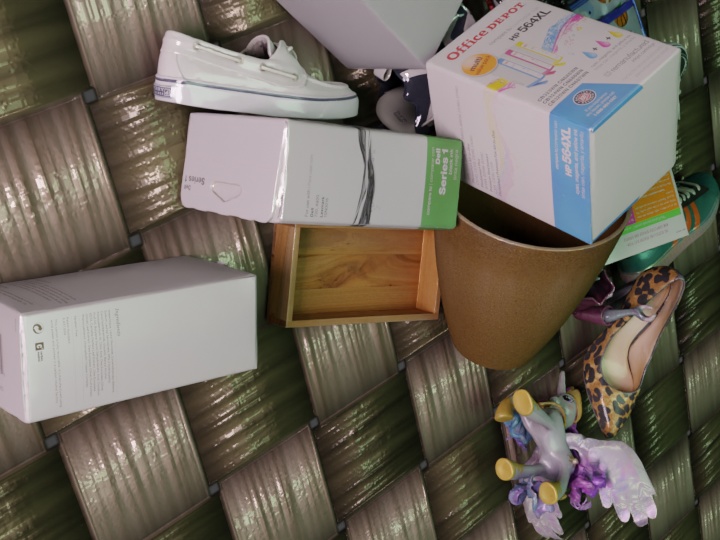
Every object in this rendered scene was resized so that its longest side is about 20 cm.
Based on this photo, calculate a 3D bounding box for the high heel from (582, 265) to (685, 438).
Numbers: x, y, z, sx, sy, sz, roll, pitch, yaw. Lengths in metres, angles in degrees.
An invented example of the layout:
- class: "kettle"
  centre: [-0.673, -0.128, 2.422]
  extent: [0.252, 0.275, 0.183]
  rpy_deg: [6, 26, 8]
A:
- class: "high heel"
  centre: [0.330, 0.095, 1.247]
  extent: [0.071, 0.143, 0.201]
  rpy_deg: [16, 69, -15]

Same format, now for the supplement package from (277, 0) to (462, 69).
- class: "supplement package"
  centre: [-0.012, -0.278, 0.901]
  extent: [0.200, 0.117, 0.117]
  rpy_deg: [38, 72, -39]

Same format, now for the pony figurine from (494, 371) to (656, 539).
- class: "pony figurine"
  centre: [0.229, 0.216, 1.201]
  extent: [0.200, 0.166, 0.194]
  rpy_deg: [1, 72, -59]

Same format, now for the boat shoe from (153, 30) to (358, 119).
- class: "boat shoe"
  centre: [-0.083, -0.168, 0.897]
  extent: [0.199, 0.072, 0.066]
  rpy_deg: [1, 103, -34]

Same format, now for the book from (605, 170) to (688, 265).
- class: "book"
  centre: [0.267, -0.117, 1.103]
  extent: [0.133, 0.048, 0.201]
  rpy_deg: [-17, 96, -36]

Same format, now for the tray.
- class: "tray"
  centre: [0.000, 0.000, 1.025]
  extent: [0.199, 0.037, 0.099]
  rpy_deg: [-1, 99, -41]

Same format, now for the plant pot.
- class: "plant pot"
  centre: [0.152, -0.004, 1.039]
  extent: [0.186, 0.186, 0.201]
  rpy_deg: [-29, 142, -34]

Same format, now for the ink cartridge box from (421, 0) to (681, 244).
- class: "ink cartridge box"
  centre: [0.157, -0.141, 0.914]
  extent: [0.128, 0.200, 0.126]
  rpy_deg: [-41, 141, -25]

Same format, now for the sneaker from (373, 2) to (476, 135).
- class: "sneaker"
  centre: [0.074, -0.161, 1.034]
  extent: [0.130, 0.079, 0.199]
  rpy_deg: [-44, 144, -8]

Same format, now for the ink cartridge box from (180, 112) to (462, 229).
- class: "ink cartridge box"
  centre: [-0.033, -0.084, 0.903]
  extent: [0.199, 0.146, 0.085]
  rpy_deg: [1, 98, -43]

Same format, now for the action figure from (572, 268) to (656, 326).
- class: "action figure"
  centre: [0.242, 0.026, 1.204]
  extent: [0.149, 0.134, 0.200]
  rpy_deg: [-31, 159, 9]

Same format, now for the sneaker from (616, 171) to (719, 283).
- class: "sneaker"
  centre: [0.393, -0.073, 1.338]
  extent: [0.200, 0.071, 0.080]
  rpy_deg: [-45, 129, -25]

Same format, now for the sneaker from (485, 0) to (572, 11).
- class: "sneaker"
  centre: [0.163, -0.283, 1.033]
  extent: [0.201, 0.098, 0.071]
  rpy_deg: [48, 64, -12]

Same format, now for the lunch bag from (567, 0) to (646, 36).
- class: "lunch bag"
  centre: [0.243, -0.228, 1.165]
  extent: [0.200, 0.075, 0.161]
  rpy_deg: [-36, 111, -33]

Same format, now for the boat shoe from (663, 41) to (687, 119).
- class: "boat shoe"
  centre: [0.357, -0.214, 1.279]
  extent: [0.199, 0.068, 0.074]
  rpy_deg: [-40, 123, -29]

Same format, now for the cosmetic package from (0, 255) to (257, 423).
- class: "cosmetic package"
  centre: [-0.189, 0.046, 0.816]
  extent: [0.199, 0.107, 0.085]
  rpy_deg: [-8, 104, -39]
